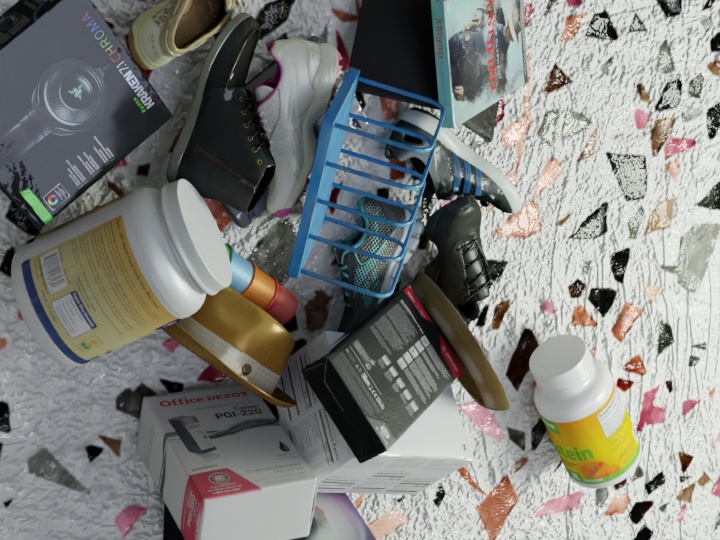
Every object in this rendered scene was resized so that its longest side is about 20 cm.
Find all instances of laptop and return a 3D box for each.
[{"bbox_3d":[0.088,-0.266,1.707,0.199,0.102,0.180,22,78,-58],"label":"laptop"}]

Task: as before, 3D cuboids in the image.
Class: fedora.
[{"bbox_3d":[-0.137,0.074,1.626,0.200,0.200,0.082,36,86,-34],"label":"fedora"}]

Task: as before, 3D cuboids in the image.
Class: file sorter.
[{"bbox_3d":[0.009,-0.094,1.613,0.121,0.139,0.202,16,122,3],"label":"file sorter"}]

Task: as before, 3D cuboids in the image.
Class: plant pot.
[{"bbox_3d":[0.115,0.092,1.772,0.027,0.200,0.201,-32,121,-5],"label":"plant pot"}]

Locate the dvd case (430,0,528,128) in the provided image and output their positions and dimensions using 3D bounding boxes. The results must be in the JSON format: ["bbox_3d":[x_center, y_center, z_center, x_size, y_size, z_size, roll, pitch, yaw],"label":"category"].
[{"bbox_3d":[0.140,-0.262,1.674,0.200,0.022,0.148,-35,125,-53],"label":"dvd case"}]

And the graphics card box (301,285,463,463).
[{"bbox_3d":[0.029,0.115,1.649,0.126,0.051,0.200,57,37,-5],"label":"graphics card box"}]

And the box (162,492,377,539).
[{"bbox_3d":[-0.107,0.324,1.712,0.196,0.200,0.124,-14,132,-26],"label":"box"}]

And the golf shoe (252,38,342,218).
[{"bbox_3d":[-0.085,-0.161,1.611,0.090,0.075,0.203,12,99,-18],"label":"golf shoe"}]

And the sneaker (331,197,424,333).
[{"bbox_3d":[0.000,0.000,1.758,0.090,0.078,0.202,21,93,-17],"label":"sneaker"}]

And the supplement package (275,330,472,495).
[{"bbox_3d":[0.013,0.172,1.727,0.198,0.158,0.111,10,145,-44],"label":"supplement package"}]

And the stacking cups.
[{"bbox_3d":[-0.155,0.001,1.674,0.199,0.060,0.061,37,88,-39],"label":"stacking cups"}]

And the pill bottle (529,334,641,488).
[{"bbox_3d":[0.300,0.188,1.964,0.111,0.111,0.201,-36,121,-13],"label":"pill bottle"}]

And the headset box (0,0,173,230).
[{"bbox_3d":[-0.327,-0.169,1.484,0.200,0.093,0.175,-41,122,-10],"label":"headset box"}]

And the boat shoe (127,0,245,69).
[{"bbox_3d":[-0.162,-0.276,1.517,0.201,0.062,0.074,-56,130,-37],"label":"boat shoe"}]

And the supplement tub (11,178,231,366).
[{"bbox_3d":[-0.248,0.000,1.521,0.198,0.145,0.145,-24,122,10],"label":"supplement tub"}]

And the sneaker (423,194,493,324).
[{"bbox_3d":[0.127,-0.012,1.762,0.075,0.091,0.201,-27,148,-16],"label":"sneaker"}]

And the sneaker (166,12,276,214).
[{"bbox_3d":[-0.124,-0.167,1.555,0.105,0.075,0.202,23,99,11],"label":"sneaker"}]

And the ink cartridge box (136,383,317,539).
[{"bbox_3d":[-0.155,0.221,1.654,0.144,0.200,0.086,-6,120,-28],"label":"ink cartridge box"}]

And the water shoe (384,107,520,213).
[{"bbox_3d":[0.109,-0.116,1.770,0.199,0.071,0.079,37,84,-24],"label":"water shoe"}]

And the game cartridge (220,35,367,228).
[{"bbox_3d":[-0.096,-0.160,1.657,0.199,0.038,0.130,-40,119,-11],"label":"game cartridge"}]
